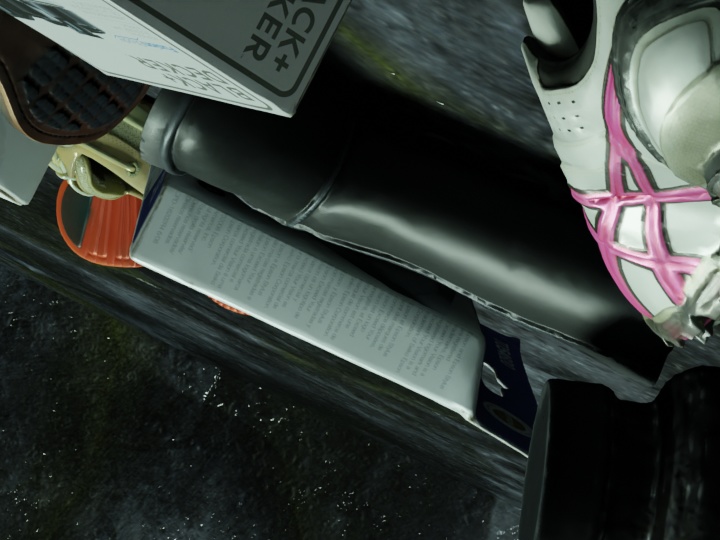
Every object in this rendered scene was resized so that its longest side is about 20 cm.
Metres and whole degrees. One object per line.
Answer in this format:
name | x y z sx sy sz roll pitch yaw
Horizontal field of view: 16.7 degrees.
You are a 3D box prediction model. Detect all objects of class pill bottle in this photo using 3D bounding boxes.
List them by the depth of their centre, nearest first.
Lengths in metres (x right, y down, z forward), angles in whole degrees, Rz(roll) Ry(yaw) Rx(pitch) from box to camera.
pill bottle | 0.161 0.095 0.900 0.199 0.112 0.112 9 173 0

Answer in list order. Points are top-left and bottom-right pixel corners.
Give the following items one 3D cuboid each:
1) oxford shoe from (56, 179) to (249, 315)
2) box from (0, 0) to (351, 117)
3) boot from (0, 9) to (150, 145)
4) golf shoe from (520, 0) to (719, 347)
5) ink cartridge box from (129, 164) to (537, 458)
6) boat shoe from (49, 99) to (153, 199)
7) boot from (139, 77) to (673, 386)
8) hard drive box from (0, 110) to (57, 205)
oxford shoe | -0.069 -0.024 1.332 0.200 0.071 0.072 18 -161 32
box | -0.105 -0.119 0.683 0.200 0.060 0.117 31 172 -37
boot | -0.145 -0.114 0.921 0.097 0.075 0.200 42 179 21
golf shoe | 0.082 -0.041 0.597 0.092 0.073 0.200 43 169 9
ink cartridge box | 0.000 0.000 1.062 0.200 0.041 0.200 27 -169 -9
boat shoe | -0.110 -0.048 1.224 0.200 0.063 0.073 23 172 22
boot | 0.028 -0.021 0.902 0.200 0.066 0.165 28 -178 8
hard drive box | -0.251 -0.118 1.160 0.200 0.077 0.156 24 173 18
